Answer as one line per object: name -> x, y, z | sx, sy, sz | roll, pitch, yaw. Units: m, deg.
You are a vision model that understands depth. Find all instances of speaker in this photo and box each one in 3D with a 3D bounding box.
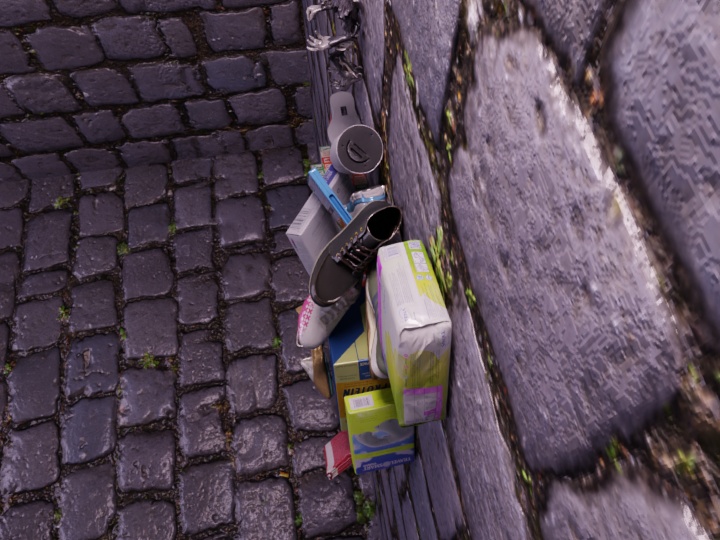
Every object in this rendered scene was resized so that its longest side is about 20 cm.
speaker -> -0.012, -0.213, 1.081 | 0.200, 0.081, 0.082 | -125, 27, -80

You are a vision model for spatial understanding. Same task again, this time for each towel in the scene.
towel -> 0.003, 0.337, 1.255 | 0.023, 0.200, 0.144 | 51, -179, -11

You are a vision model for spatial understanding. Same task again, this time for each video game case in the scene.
video game case -> -0.028, -0.089, 1.072 | 0.200, 0.018, 0.143 | 54, 176, -4

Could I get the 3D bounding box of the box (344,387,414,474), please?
box -> 0.038, 0.305, 1.119 | 0.048, 0.121, 0.201 | -109, 11, -53

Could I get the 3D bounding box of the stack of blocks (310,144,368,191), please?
stack of blocks -> -0.053, -0.214, 1.360 | 0.201, 0.114, 0.059 | -103, 7, -51

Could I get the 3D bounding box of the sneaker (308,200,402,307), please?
sneaker -> -0.013, -0.027, 0.935 | 0.201, 0.075, 0.106 | -56, 10, 0

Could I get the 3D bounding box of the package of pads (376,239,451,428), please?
package of pads -> 0.065, 0.086, 0.764 | 0.155, 0.068, 0.201 | -103, 6, -48

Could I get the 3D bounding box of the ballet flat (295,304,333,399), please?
ballet flat -> -0.097, 0.165, 1.230 | 0.069, 0.063, 0.201 | 99, 163, -78

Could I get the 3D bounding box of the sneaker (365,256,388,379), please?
sneaker -> 0.055, 0.067, 0.935 | 0.090, 0.067, 0.202 | 157, 114, -66

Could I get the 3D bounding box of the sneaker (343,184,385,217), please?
sneaker -> 0.011, -0.090, 1.094 | 0.200, 0.074, 0.087 | 137, 119, -84

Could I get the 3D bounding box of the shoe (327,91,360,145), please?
shoe -> -0.033, -0.293, 1.290 | 0.091, 0.071, 0.201 | 85, 180, -47

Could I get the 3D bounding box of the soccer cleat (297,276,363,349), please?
soccer cleat -> -0.047, 0.051, 1.045 | 0.086, 0.070, 0.201 | 23, 89, 52

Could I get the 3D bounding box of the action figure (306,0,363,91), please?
action figure -> -0.044, -0.411, 1.022 | 0.201, 0.101, 0.119 | 85, -174, -51

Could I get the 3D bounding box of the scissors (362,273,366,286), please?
scissors -> 0.000, 0.000, 1.215 | 0.014, 0.073, 0.200 | 55, 170, -15

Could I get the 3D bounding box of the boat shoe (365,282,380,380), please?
boat shoe -> 0.043, 0.089, 1.032 | 0.074, 0.066, 0.201 | 84, -177, -66

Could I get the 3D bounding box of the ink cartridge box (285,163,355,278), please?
ink cartridge box -> -0.057, -0.077, 1.221 | 0.197, 0.043, 0.201 | -61, -33, -31

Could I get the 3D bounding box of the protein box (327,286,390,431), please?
protein box -> 0.007, 0.164, 1.170 | 0.199, 0.134, 0.201 | -104, 7, -48
